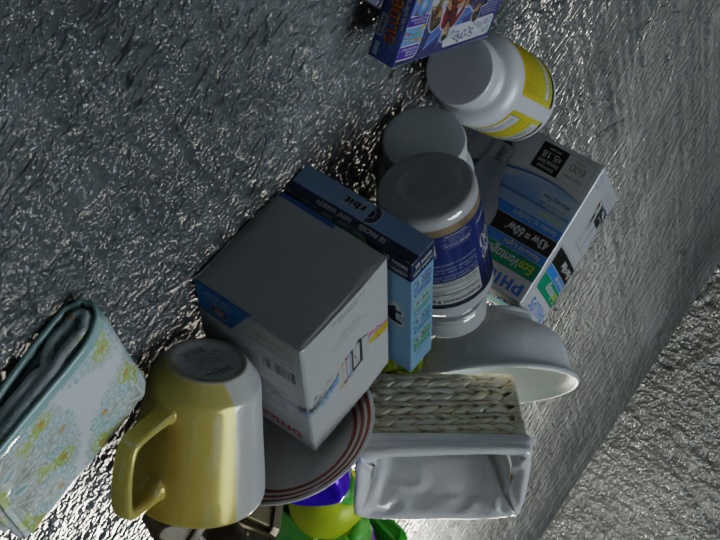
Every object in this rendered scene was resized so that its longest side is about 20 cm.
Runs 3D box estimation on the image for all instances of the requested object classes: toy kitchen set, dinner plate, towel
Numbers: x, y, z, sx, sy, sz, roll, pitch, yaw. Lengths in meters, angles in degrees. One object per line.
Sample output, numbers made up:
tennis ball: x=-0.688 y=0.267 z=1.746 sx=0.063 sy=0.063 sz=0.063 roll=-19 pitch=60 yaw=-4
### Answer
toy kitchen set: x=-0.130 y=0.242 z=1.691 sx=0.162 sy=0.200 sz=0.182 roll=28 pitch=94 yaw=-26
dinner plate: x=-0.077 y=0.179 z=1.652 sx=0.200 sy=0.199 sz=0.024 roll=-48 pitch=139 yaw=-24
towel: x=-0.283 y=0.139 z=1.367 sx=0.201 sy=0.048 sz=0.172 roll=-52 pitch=160 yaw=-18

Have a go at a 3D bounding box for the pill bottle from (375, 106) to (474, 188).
pill bottle: x=0.076 y=-0.089 z=1.749 sx=0.114 sy=0.114 sz=0.201 roll=-47 pitch=155 yaw=-25

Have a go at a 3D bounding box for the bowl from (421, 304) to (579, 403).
bowl: x=0.163 y=0.099 z=1.826 sx=0.201 sy=0.199 sz=0.091 roll=51 pitch=36 yaw=-67

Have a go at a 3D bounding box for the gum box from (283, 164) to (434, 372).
gum box: x=0.000 y=0.000 z=1.627 sx=0.045 sy=0.169 sz=0.201 roll=-46 pitch=155 yaw=-26

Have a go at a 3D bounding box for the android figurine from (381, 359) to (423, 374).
android figurine: x=0.035 y=0.062 z=1.844 sx=0.200 sy=0.041 sz=0.184 roll=9 pitch=71 yaw=-65

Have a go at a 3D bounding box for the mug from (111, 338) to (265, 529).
mug: x=-0.163 y=0.164 z=1.514 sx=0.187 sy=0.148 sz=0.155 roll=-88 pitch=-173 yaw=-62

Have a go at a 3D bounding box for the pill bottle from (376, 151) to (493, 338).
pill bottle: x=0.087 y=-0.022 z=1.648 sx=0.111 sy=0.110 sz=0.201 roll=-47 pitch=143 yaw=-27

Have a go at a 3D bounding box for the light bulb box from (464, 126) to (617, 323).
light bulb box: x=0.185 y=-0.070 z=1.896 sx=0.201 sy=0.197 sz=0.125 roll=-58 pitch=156 yaw=-5

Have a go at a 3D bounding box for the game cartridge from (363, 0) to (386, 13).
game cartridge: x=0.062 y=-0.314 z=1.541 sx=0.130 sy=0.038 sz=0.200 roll=-58 pitch=159 yaw=8

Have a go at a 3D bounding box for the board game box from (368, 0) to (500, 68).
board game box: x=0.093 y=-0.291 z=1.547 sx=0.199 sy=0.034 sz=0.136 roll=-27 pitch=143 yaw=-53

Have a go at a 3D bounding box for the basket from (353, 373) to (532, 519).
basket: x=0.089 y=0.200 z=1.739 sx=0.136 sy=0.198 sz=0.124 roll=93 pitch=-5 yaw=-47

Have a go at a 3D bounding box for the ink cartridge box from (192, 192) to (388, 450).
ink cartridge box: x=-0.067 y=0.056 z=1.586 sx=0.145 sy=0.147 sz=0.201 roll=-47 pitch=156 yaw=-27

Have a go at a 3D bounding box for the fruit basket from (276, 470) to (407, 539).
fruit basket: x=-0.041 y=0.288 z=1.867 sx=0.155 sy=0.215 sz=0.217 roll=-29 pitch=144 yaw=-50

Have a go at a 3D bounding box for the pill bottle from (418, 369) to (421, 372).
pill bottle: x=0.023 y=0.170 z=1.924 sx=0.199 sy=0.115 sz=0.117 roll=-12 pitch=129 yaw=-60

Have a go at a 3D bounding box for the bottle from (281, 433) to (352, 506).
bottle: x=-0.045 y=0.171 z=1.714 sx=0.066 sy=0.083 sz=0.201 roll=77 pitch=14 yaw=-45

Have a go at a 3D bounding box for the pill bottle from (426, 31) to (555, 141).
pill bottle: x=0.149 y=-0.216 z=1.745 sx=0.112 sy=0.111 sz=0.200 roll=-62 pitch=158 yaw=9
